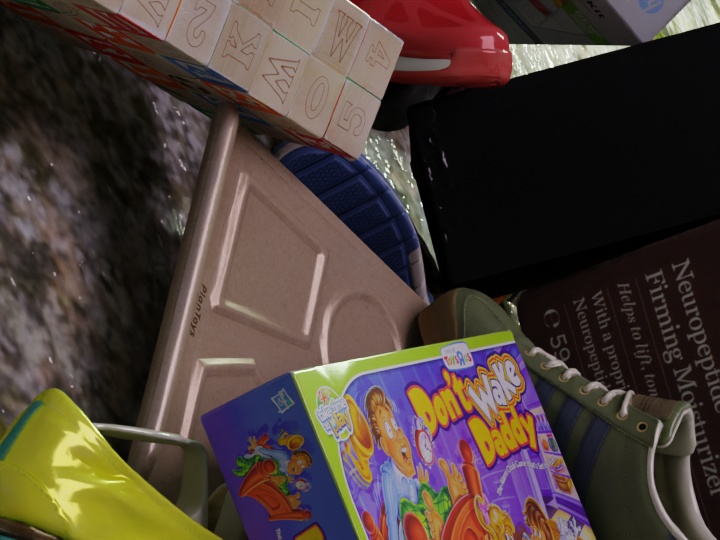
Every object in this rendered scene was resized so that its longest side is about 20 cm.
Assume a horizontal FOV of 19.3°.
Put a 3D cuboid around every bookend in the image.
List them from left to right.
[{"bbox_3d":[0.130,-0.052,1.113,0.199,0.198,0.093,62,14,-84],"label":"bookend"}]

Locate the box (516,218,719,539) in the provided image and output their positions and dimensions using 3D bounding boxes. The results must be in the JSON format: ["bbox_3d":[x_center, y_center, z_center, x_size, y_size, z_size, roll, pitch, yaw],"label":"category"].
[{"bbox_3d":[0.212,0.062,1.057,0.164,0.199,0.167,10,62,-62],"label":"box"}]

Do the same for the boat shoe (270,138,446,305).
[{"bbox_3d":[0.000,0.000,1.039,0.073,0.072,0.201,-103,170,-51],"label":"boat shoe"}]

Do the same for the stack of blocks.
[{"bbox_3d":[-0.085,-0.116,0.881,0.200,0.114,0.059,28,82,-53],"label":"stack of blocks"}]

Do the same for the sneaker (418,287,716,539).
[{"bbox_3d":[0.110,0.078,0.952,0.067,0.090,0.201,9,47,-60],"label":"sneaker"}]

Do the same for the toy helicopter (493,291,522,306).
[{"bbox_3d":[0.125,-0.040,1.294,0.078,0.133,0.200,26,12,-7],"label":"toy helicopter"}]

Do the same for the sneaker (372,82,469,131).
[{"bbox_3d":[0.051,-0.109,1.248,0.116,0.075,0.201,58,23,-25],"label":"sneaker"}]

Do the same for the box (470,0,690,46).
[{"bbox_3d":[0.077,-0.188,1.124,0.156,0.041,0.200,47,-8,-16],"label":"box"}]

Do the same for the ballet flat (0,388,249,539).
[{"bbox_3d":[-0.062,0.102,0.783,0.200,0.066,0.068,37,63,-42],"label":"ballet flat"}]

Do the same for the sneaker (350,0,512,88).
[{"bbox_3d":[0.008,-0.161,1.032,0.078,0.199,0.117,-2,109,-39],"label":"sneaker"}]

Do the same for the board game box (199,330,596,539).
[{"bbox_3d":[0.028,0.101,0.837,0.200,0.045,0.136,-7,73,-63],"label":"board game box"}]

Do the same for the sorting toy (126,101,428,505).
[{"bbox_3d":[-0.033,0.056,0.910,0.200,0.036,0.187,48,44,-45],"label":"sorting toy"}]
